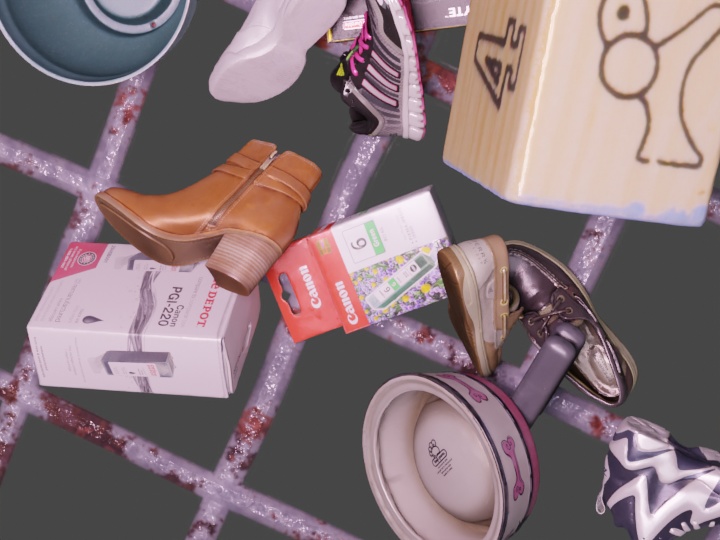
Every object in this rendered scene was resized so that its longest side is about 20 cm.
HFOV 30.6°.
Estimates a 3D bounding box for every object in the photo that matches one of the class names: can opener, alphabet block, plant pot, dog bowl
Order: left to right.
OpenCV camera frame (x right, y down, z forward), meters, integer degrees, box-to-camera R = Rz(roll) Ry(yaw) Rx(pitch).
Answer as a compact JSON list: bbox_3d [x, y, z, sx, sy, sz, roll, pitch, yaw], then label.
[{"bbox_3d":[-0.241,-0.285,1.278,0.200,0.134,0.201,2,102,9],"label":"plant pot"},{"bbox_3d":[0.093,0.190,1.308,0.200,0.074,0.201,21,118,45],"label":"dog bowl"},{"bbox_3d":[0.151,0.123,1.306,0.067,0.053,0.200,34,130,12],"label":"can opener"},{"bbox_3d":[0.202,-0.164,1.165,0.195,0.196,0.200,7,103,-19],"label":"alphabet block"}]

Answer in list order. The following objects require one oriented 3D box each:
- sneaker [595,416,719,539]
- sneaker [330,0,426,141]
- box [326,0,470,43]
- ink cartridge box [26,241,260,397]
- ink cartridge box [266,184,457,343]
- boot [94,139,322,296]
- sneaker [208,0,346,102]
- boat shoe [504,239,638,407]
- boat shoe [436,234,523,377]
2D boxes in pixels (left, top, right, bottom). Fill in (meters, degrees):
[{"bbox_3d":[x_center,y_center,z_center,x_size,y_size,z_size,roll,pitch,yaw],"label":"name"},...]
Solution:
[{"bbox_3d":[0.328,0.246,1.322,0.199,0.079,0.130,24,105,4],"label":"sneaker"},{"bbox_3d":[0.011,-0.198,1.245,0.087,0.074,0.200,-7,139,4],"label":"sneaker"},{"bbox_3d":[0.059,-0.311,1.269,0.199,0.049,0.160,-5,99,10],"label":"box"},{"bbox_3d":[-0.213,0.048,1.327,0.199,0.146,0.085,4,129,7],"label":"ink cartridge box"},{"bbox_3d":[0.000,0.000,1.339,0.200,0.050,0.109,-21,98,11],"label":"ink cartridge box"},{"bbox_3d":[-0.150,-0.074,1.318,0.200,0.074,0.155,26,67,12],"label":"boot"},{"bbox_3d":[-0.083,-0.244,1.290,0.200,0.075,0.089,-39,52,39],"label":"sneaker"},{"bbox_3d":[0.203,0.052,1.309,0.200,0.065,0.073,45,106,-1],"label":"boat shoe"},{"bbox_3d":[0.124,0.037,1.275,0.066,0.200,0.074,-25,58,-5],"label":"boat shoe"}]
